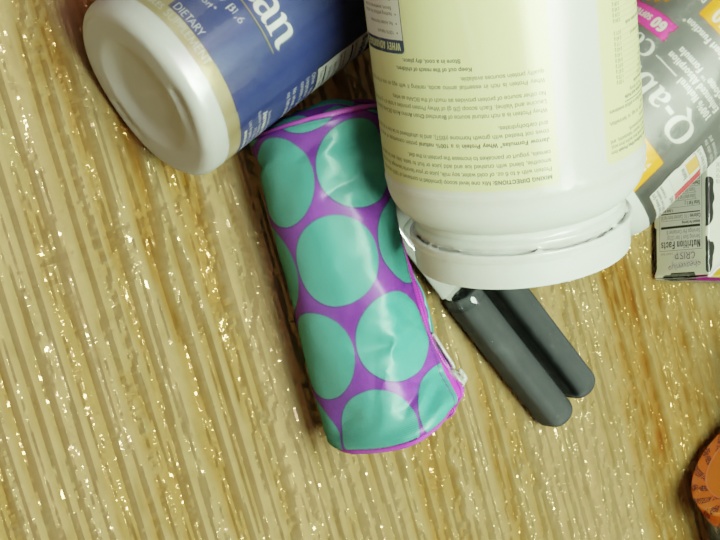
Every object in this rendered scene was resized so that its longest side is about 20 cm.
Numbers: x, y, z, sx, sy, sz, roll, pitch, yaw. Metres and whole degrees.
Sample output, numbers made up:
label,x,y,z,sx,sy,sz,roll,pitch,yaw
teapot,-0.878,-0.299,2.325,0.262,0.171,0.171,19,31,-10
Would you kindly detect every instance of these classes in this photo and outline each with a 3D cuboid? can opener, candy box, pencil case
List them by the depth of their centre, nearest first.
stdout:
label,x,y,z,sx,sy,sz,roll,pitch,yaw
pencil case,0.000,0.000,0.839,0.091,0.085,0.203,-15,96,9
can opener,0.088,0.015,0.899,0.053,0.067,0.201,-46,108,-21
candy box,0.277,-0.092,1.010,0.135,0.061,0.204,1,88,-28

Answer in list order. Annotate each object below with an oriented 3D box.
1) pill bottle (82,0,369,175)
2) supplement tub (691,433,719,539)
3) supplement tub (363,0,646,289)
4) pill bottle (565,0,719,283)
label,x,y,z,sx,sy,sz,roll,pitch,yaw
pill bottle,-0.050,-0.155,0.807,0.200,0.111,0.112,-41,106,-24
supplement tub,0.325,0.196,0.989,0.200,0.122,0.123,48,68,-18
supplement tub,0.078,-0.106,0.759,0.143,0.144,0.203,-18,112,-28
pill bottle,0.169,-0.095,0.898,0.200,0.116,0.116,-45,108,-2
